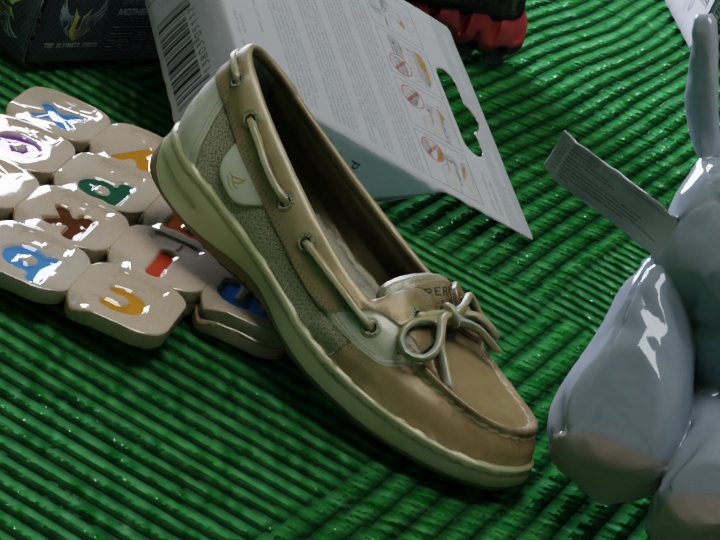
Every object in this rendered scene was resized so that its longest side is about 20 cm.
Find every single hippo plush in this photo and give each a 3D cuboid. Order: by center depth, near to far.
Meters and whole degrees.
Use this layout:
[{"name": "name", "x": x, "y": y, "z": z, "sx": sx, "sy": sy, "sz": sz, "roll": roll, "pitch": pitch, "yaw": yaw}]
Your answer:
[{"name": "hippo plush", "x": 0.151, "y": 0.043, "z": 0.927, "sx": 0.200, "sy": 0.159, "sz": 0.161, "roll": 49, "pitch": -1, "yaw": 21}]

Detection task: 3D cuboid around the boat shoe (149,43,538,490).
[{"name": "boat shoe", "x": 0.001, "y": -0.001, "z": 0.894, "sx": 0.201, "sy": 0.063, "sz": 0.073, "roll": 48, "pitch": 24, "yaw": 24}]

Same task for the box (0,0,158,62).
[{"name": "box", "x": -0.147, "y": -0.162, "z": 1.175, "sx": 0.157, "sy": 0.051, "sz": 0.199, "roll": 36, "pitch": 25, "yaw": 27}]

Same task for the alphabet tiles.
[{"name": "alphabet tiles", "x": -0.110, "y": -0.023, "z": 0.938, "sx": 0.199, "sy": 0.015, "sz": 0.196, "roll": 24, "pitch": 21, "yaw": 2}]

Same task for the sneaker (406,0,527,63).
[{"name": "sneaker", "x": 0.020, "y": -0.184, "z": 1.329, "sx": 0.199, "sy": 0.098, "sz": 0.071, "roll": 8, "pitch": 28, "yaw": -30}]

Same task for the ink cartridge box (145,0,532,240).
[{"name": "ink cartridge box", "x": -0.017, "y": -0.093, "z": 1.116, "sx": 0.200, "sy": 0.057, "sz": 0.163, "roll": 32, "pitch": 29, "yaw": -42}]

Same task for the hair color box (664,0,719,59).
[{"name": "hair color box", "x": 0.262, "y": -0.222, "z": 1.654, "sx": 0.060, "sy": 0.099, "sz": 0.200, "roll": 19, "pitch": 22, "yaw": -10}]
